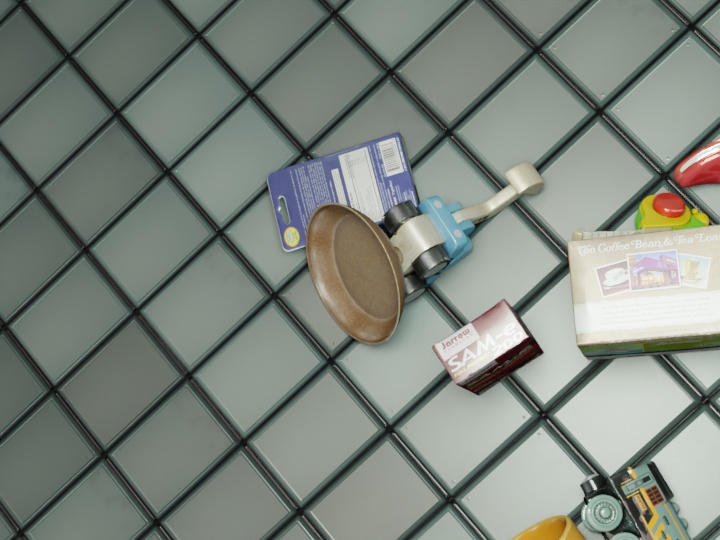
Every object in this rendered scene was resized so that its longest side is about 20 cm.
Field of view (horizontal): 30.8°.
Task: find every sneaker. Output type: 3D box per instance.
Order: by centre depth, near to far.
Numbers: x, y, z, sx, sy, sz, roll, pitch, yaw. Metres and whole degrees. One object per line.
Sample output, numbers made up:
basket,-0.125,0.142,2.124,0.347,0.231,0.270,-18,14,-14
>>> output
sneaker,0.511,-0.119,1.672,0.200,0.078,0.116,-21,75,11

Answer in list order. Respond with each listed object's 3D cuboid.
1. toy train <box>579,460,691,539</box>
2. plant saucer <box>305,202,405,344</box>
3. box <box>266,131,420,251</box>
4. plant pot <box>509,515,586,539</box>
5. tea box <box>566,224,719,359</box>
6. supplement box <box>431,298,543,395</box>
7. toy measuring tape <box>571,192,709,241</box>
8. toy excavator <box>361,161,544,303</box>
toy train,0.356,0.334,1.633,0.114,0.085,0.200,-27,75,-2
plant saucer,0.000,0.000,1.742,0.037,0.200,0.200,-22,72,-32
box,-0.023,-0.106,1.821,0.200,0.032,0.121,-16,77,9
plant pot,0.233,0.433,1.598,0.200,0.200,0.183,-39,90,5
tea box,0.366,0.031,1.619,0.200,0.197,0.134,-6,79,13
supplement box,0.164,0.100,1.654,0.109,0.200,0.061,-34,75,6
toy measuring tape,0.355,-0.063,1.684,0.200,0.074,0.074,-4,78,-16
toy excavator,0.129,-0.063,1.748,0.100,0.200,0.194,56,140,15
